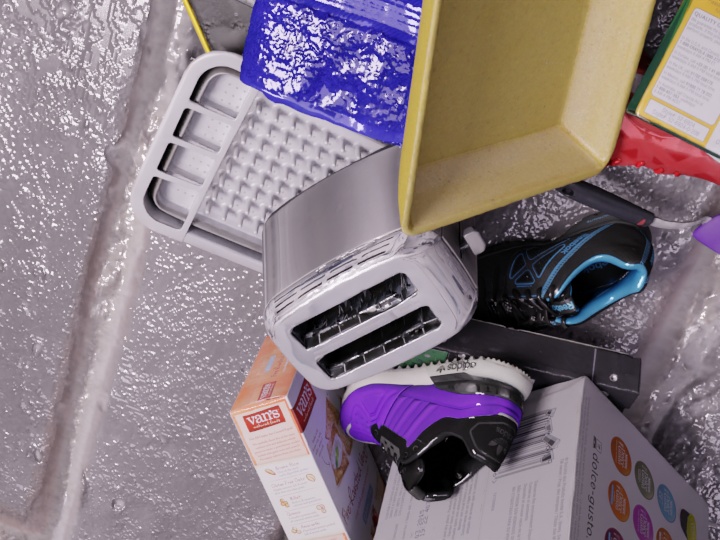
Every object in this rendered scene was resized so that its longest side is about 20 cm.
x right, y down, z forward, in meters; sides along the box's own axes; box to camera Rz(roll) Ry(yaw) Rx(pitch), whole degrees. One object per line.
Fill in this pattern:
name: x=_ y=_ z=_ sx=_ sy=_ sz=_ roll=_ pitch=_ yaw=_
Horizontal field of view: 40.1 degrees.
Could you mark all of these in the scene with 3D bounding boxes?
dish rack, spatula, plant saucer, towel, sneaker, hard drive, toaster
dish rack: x=-0.068 y=-0.079 z=0.790 sx=0.197 sy=0.044 sz=0.173 roll=23 pitch=123 yaw=-18
spatula: x=0.239 y=-0.040 z=0.768 sx=0.197 sy=0.021 sz=0.057 roll=14 pitch=156 yaw=-15
plant saucer: x=0.103 y=-0.140 z=0.640 sx=0.198 sy=0.048 sz=0.203 roll=-19 pitch=132 yaw=-31
towel: x=0.007 y=-0.189 z=0.634 sx=0.145 sy=0.050 sz=0.203 roll=17 pitch=116 yaw=0
sneaker: x=0.143 y=0.015 z=0.803 sx=0.198 sy=0.082 sz=0.074 roll=-28 pitch=109 yaw=20
sneaker: x=0.044 y=0.133 z=0.785 sx=0.069 sy=0.101 sz=0.199 roll=33 pitch=147 yaw=-29
sneaker: x=0.209 y=-0.099 z=0.762 sx=0.199 sy=0.079 sz=0.116 roll=37 pitch=126 yaw=-1
hard drive: x=0.120 y=0.095 z=0.830 sx=0.196 sy=0.038 sz=0.141 roll=11 pitch=149 yaw=4
toaster: x=0.000 y=0.000 z=0.746 sx=0.198 sy=0.130 sz=0.114 roll=-26 pitch=125 yaw=17

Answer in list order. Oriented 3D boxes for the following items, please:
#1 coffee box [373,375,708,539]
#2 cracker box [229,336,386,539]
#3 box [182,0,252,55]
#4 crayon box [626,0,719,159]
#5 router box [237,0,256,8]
coffee box: x=0.143 y=0.242 z=0.788 sx=0.198 sy=0.202 sz=0.198 roll=-24 pitch=123 yaw=38
cracker box: x=-0.037 y=0.166 z=0.867 sx=0.057 sy=0.134 sz=0.203 roll=-17 pitch=110 yaw=16
box: x=-0.045 y=-0.247 z=0.740 sx=0.197 sy=0.049 sz=0.162 roll=-18 pitch=107 yaw=16
crayon box: x=0.282 y=-0.169 z=0.657 sx=0.124 sy=0.052 sz=0.202 roll=26 pitch=104 yaw=2
router box: x=-0.008 y=-0.236 z=0.678 sx=0.197 sy=0.062 sz=0.151 roll=25 pitch=114 yaw=-3
